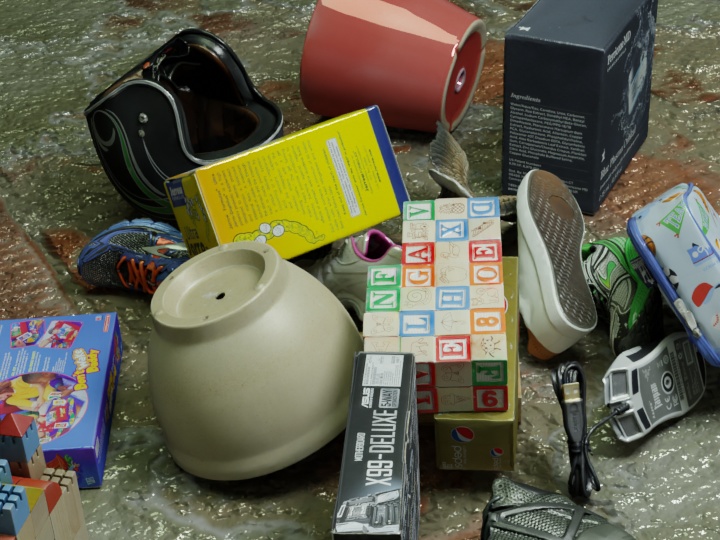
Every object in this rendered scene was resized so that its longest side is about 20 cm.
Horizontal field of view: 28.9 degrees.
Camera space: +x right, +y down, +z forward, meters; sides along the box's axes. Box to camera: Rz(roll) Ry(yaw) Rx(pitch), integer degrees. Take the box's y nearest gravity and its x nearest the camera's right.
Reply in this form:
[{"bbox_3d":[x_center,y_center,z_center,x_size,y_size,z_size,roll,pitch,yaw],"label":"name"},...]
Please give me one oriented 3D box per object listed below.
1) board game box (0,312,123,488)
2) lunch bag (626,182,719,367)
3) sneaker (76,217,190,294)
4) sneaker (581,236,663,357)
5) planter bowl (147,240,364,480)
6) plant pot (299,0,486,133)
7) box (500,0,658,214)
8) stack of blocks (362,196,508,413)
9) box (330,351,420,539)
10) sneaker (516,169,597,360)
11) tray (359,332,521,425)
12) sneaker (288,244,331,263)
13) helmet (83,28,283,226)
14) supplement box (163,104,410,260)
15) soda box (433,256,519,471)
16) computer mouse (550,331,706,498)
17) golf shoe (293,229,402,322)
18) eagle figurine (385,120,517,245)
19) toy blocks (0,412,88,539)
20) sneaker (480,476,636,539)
[{"bbox_3d":[-0.292,0.117,1.263,0.133,0.045,0.201,-4,33,-1],"label":"board game box"},{"bbox_3d":[0.306,0.005,1.248,0.075,0.161,0.200,-32,-1,19],"label":"lunch bag"},{"bbox_3d":[-0.193,-0.002,1.411,0.198,0.076,0.079,0,37,9],"label":"sneaker"},{"bbox_3d":[0.245,0.031,1.330,0.084,0.079,0.200,-5,24,10],"label":"sneaker"},{"bbox_3d":[-0.102,0.062,1.202,0.198,0.136,0.201,-17,32,11],"label":"planter bowl"},{"bbox_3d":[0.046,-0.258,1.687,0.176,0.202,0.201,21,39,16],"label":"plant pot"},{"bbox_3d":[0.244,-0.202,1.555,0.116,0.202,0.197,13,37,24],"label":"box"},{"bbox_3d":[0.064,0.025,1.172,0.114,0.059,0.201,-2,42,5],"label":"stack of blocks"},{"bbox_3d":[0.016,0.182,1.035,0.049,0.159,0.201,0,34,5],"label":"box"},{"bbox_3d":[0.169,-0.006,1.341,0.072,0.085,0.201,18,48,-22],"label":"sneaker"},{"bbox_3d":[0.045,0.098,1.269,0.198,0.037,0.099,-1,34,5],"label":"tray"},{"bbox_3d":[-0.041,-0.091,1.503,0.077,0.086,0.201,6,34,13],"label":"sneaker"},{"bbox_3d":[-0.184,-0.142,1.514,0.199,0.191,0.200,-34,15,11],"label":"helmet"},{"bbox_3d":[-0.070,-0.072,1.349,0.199,0.111,0.109,-22,7,-22],"label":"supplement box"},{"bbox_3d":[0.103,0.076,1.203,0.067,0.064,0.201,0,42,7],"label":"soda box"},{"bbox_3d":[0.229,0.110,1.200,0.199,0.111,0.044,-20,8,-42],"label":"computer mouse"},{"bbox_3d":[0.000,0.000,1.347,0.075,0.093,0.199,-14,18,-38],"label":"golf shoe"},{"bbox_3d":[0.109,-0.067,1.434,0.150,0.153,0.200,-1,32,42],"label":"eagle figurine"},{"bbox_3d":[-0.265,0.202,1.047,0.099,0.138,0.201,5,35,12],"label":"toy blocks"},{"bbox_3d":[0.101,0.223,1.042,0.198,0.077,0.114,-21,35,-30],"label":"sneaker"}]
